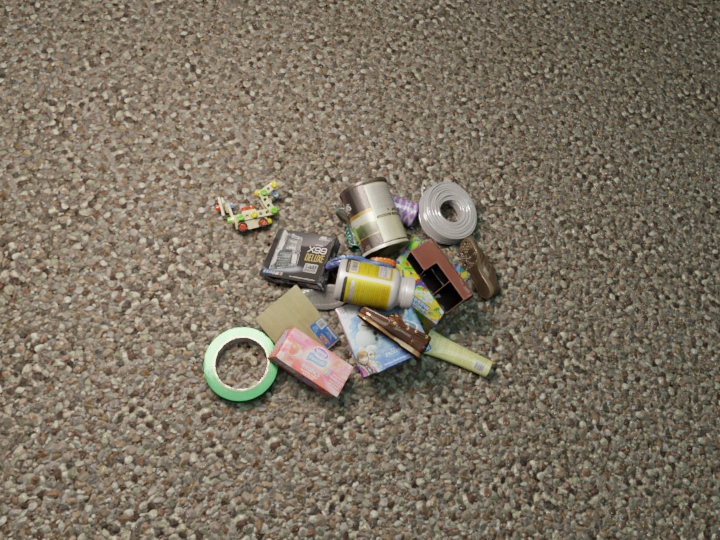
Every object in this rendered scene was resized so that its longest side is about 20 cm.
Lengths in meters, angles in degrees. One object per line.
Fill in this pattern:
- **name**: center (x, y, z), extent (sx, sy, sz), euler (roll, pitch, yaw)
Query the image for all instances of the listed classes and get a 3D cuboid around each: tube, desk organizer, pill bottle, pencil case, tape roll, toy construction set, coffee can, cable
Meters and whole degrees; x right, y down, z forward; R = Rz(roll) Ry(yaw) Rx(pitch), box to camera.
- **tube**: center (0.282, 0.245, 1.503), extent (0.200, 0.052, 0.058), euler (24, 27, 5)
- **desk organizer**: center (0.218, 0.016, 1.434), extent (0.077, 0.072, 0.200), euler (-32, 78, -15)
- **pill bottle**: center (0.037, 0.042, 1.340), extent (0.199, 0.112, 0.113), euler (12, 68, -1)
- **pencil case**: center (0.088, -0.205, 1.625), extent (0.200, 0.084, 0.086), euler (20, 30, -3)
- **tape roll**: center (-0.324, 0.257, 1.407), extent (0.200, 0.048, 0.201), euler (3, 70, -7)
- **toy construction set**: center (-0.334, -0.188, 1.550), extent (0.200, 0.092, 0.131), euler (-13, 96, -5)
- **coffee can**: center (0.040, -0.148, 1.485), extent (0.146, 0.146, 0.200), euler (-18, 81, -14)
- **cable**: center (0.278, -0.182, 1.632), extent (0.200, 0.069, 0.200), euler (19, 69, -15)

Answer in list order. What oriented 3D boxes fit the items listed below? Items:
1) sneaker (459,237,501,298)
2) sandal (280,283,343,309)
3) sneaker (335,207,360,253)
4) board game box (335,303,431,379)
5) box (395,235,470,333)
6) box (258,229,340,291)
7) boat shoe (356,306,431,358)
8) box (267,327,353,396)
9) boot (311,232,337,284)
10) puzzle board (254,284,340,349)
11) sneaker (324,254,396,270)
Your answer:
- **sneaker**: center (0.375, -0.010, 1.605), extent (0.075, 0.070, 0.200), euler (-12, 79, -39)
- **sandal**: center (-0.138, 0.074, 1.500), extent (0.202, 0.083, 0.050), euler (-7, 28, -9)
- **sneaker**: center (-0.016, -0.108, 1.578), extent (0.091, 0.078, 0.200), euler (-41, 78, -16)
- **board game box**: center (0.060, 0.160, 1.388), extent (0.200, 0.043, 0.199), euler (-22, 76, -9)
- **box**: center (0.178, 0.042, 1.521), extent (0.200, 0.122, 0.193), euler (37, 69, 6)
- **box**: center (-0.174, -0.033, 1.494), extent (0.200, 0.050, 0.158), euler (9, 66, 25)
- **boat shoe**: center (0.088, 0.147, 1.336), extent (0.200, 0.070, 0.070), euler (33, 82, -3)
- **box**: center (-0.135, 0.247, 1.382), extent (0.200, 0.103, 0.095), euler (36, 68, -12)
- **boot**: center (-0.102, -0.039, 1.538), extent (0.074, 0.075, 0.200), euler (-30, 75, -16)
- **puzzle board**: center (-0.176, 0.164, 1.449), extent (0.151, 0.017, 0.200), euler (-40, 95, -12)
- **sneaker**: center (0.000, 0.000, 1.417), extent (0.199, 0.075, 0.079), euler (4, 81, -2)
